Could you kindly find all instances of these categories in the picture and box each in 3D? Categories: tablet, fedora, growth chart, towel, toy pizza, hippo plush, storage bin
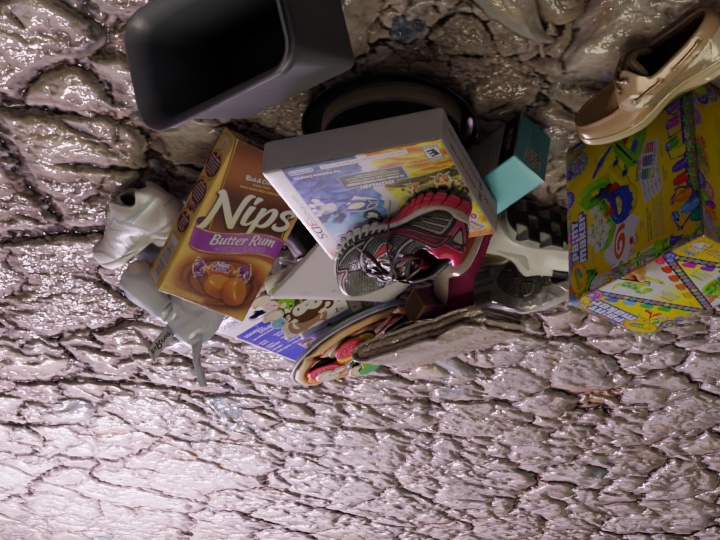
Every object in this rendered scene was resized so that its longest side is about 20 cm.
[{"bbox_3d":[0.000,0.000,1.587,0.200,0.014,0.130,2,143,-43],"label":"tablet"},{"bbox_3d":[0.030,-0.131,1.431,0.200,0.092,0.201,3,149,2],"label":"fedora"},{"bbox_3d":[-0.053,0.035,1.636,0.145,0.018,0.200,-34,148,2],"label":"growth chart"},{"bbox_3d":[0.104,0.090,1.674,0.200,0.035,0.132,-21,161,33],"label":"towel"},{"bbox_3d":[0.000,0.106,1.747,0.200,0.032,0.200,-26,160,-10],"label":"toy pizza"},{"bbox_3d":[-0.203,0.001,1.632,0.159,0.200,0.161,31,125,-11],"label":"hippo plush"},{"bbox_3d":[-0.112,-0.224,1.272,0.200,0.146,0.134,-20,169,35],"label":"storage bin"}]

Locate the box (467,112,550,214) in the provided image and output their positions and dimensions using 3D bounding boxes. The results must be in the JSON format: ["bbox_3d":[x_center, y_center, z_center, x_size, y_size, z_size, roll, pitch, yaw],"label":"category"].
[{"bbox_3d":[0.123,-0.088,1.468,0.049,0.082,0.200,38,130,-20],"label":"box"}]

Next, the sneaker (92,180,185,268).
[{"bbox_3d":[-0.286,-0.062,1.636,0.080,0.070,0.200,48,139,-17],"label":"sneaker"}]

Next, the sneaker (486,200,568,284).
[{"bbox_3d":[0.240,-0.024,1.606,0.200,0.074,0.089,21,142,-20],"label":"sneaker"}]

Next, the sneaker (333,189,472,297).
[{"bbox_3d":[0.037,-0.015,1.376,0.080,0.075,0.200,21,147,-28],"label":"sneaker"}]

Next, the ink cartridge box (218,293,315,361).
[{"bbox_3d":[-0.078,0.068,1.842,0.200,0.047,0.197,25,145,-30],"label":"ink cartridge box"}]

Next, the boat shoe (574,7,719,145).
[{"bbox_3d":[0.287,-0.199,1.313,0.064,0.071,0.200,32,133,-29],"label":"boat shoe"}]

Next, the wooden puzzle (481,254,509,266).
[{"bbox_3d":[0.083,-0.054,1.614,0.184,0.037,0.200,-5,149,16],"label":"wooden puzzle"}]

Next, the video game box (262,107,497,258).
[{"bbox_3d":[0.023,-0.086,1.373,0.199,0.047,0.182,-9,149,22],"label":"video game box"}]

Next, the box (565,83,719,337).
[{"bbox_3d":[0.329,-0.065,1.398,0.122,0.201,0.192,22,146,-29],"label":"box"}]

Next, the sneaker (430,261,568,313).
[{"bbox_3d":[0.194,0.031,1.725,0.200,0.078,0.099,-8,158,30],"label":"sneaker"}]

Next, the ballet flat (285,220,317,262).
[{"bbox_3d":[-0.028,0.005,1.699,0.068,0.069,0.200,-19,142,39],"label":"ballet flat"}]

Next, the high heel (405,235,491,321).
[{"bbox_3d":[0.133,-0.008,1.607,0.096,0.068,0.200,-7,150,-34],"label":"high heel"}]

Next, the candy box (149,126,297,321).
[{"bbox_3d":[-0.148,-0.053,1.514,0.116,0.056,0.200,22,101,-28],"label":"candy box"}]
